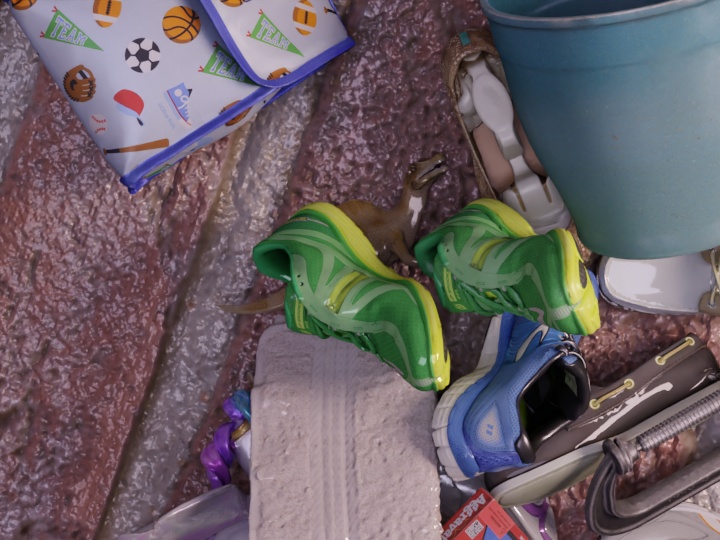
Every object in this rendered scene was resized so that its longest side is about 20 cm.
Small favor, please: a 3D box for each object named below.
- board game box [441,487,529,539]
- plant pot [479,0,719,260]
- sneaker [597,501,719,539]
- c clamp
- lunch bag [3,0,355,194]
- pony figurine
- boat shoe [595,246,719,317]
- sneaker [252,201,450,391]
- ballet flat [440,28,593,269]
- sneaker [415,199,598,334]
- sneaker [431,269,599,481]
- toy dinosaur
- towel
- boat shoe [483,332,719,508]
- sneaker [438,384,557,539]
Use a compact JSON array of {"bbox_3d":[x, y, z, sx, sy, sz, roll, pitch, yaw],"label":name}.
[{"bbox_3d":[0.099,0.246,1.374,0.103,0.019,0.200,-44,131,-5],"label":"board game box"},{"bbox_3d":[0.197,-0.116,1.307,0.200,0.200,0.188,-10,112,8],"label":"plant pot"},{"bbox_3d":[0.269,0.220,1.387,0.200,0.092,0.076,8,98,5],"label":"sneaker"},{"bbox_3d":[0.238,0.110,1.348,0.200,0.171,0.027,-32,56,-6],"label":"c clamp"},{"bbox_3d":[-0.127,-0.177,1.364,0.200,0.124,0.170,-32,94,-4],"label":"lunch bag"},{"bbox_3d":[-0.086,0.198,1.410,0.193,0.167,0.200,-34,90,-22],"label":"pony figurine"},{"bbox_3d":[0.268,-0.001,1.368,0.200,0.068,0.075,-4,97,7],"label":"boat shoe"},{"bbox_3d":[-0.006,0.029,1.312,0.084,0.200,0.074,-28,132,-19],"label":"sneaker"},{"bbox_3d":[0.110,-0.079,1.376,0.070,0.065,0.200,-27,95,7],"label":"ballet flat"},{"bbox_3d":[0.098,0.008,1.288,0.084,0.200,0.074,-26,109,-13],"label":"sneaker"},{"bbox_3d":[0.130,0.071,1.330,0.089,0.200,0.079,-2,130,35],"label":"sneaker"},{"bbox_3d":[0.000,0.000,1.415,0.200,0.058,0.101,-38,77,3],"label":"toy dinosaur"},{"bbox_3d":[-0.009,0.116,1.318,0.132,0.034,0.200,-4,58,6],"label":"towel"},{"bbox_3d":[0.171,0.108,1.374,0.201,0.072,0.061,-23,71,-15],"label":"boat shoe"},{"bbox_3d":[0.062,0.147,1.420,0.200,0.075,0.100,46,115,2],"label":"sneaker"}]
